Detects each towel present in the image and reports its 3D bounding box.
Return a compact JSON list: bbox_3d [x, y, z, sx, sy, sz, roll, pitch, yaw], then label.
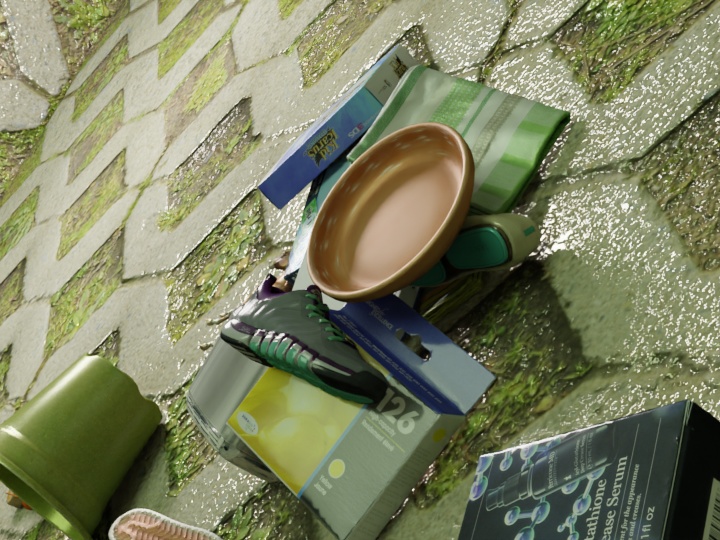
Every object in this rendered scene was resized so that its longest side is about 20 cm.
[{"bbox_3d":[0.096,-0.133,1.449,0.200,0.031,0.149,22,72,36],"label":"towel"},{"bbox_3d":[0.093,-0.031,1.457,0.086,0.018,0.200,-37,29,32],"label":"towel"}]

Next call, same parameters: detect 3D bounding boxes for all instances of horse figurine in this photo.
[{"bbox_3d":[-0.127,0.059,1.683,0.132,0.050,0.200,-26,24,17],"label":"horse figurine"}]

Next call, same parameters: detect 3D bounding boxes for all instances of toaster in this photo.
[{"bbox_3d":[-0.098,0.132,1.477,0.129,0.113,0.200,-56,32,4],"label":"toaster"}]

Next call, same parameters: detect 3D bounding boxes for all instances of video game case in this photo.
[{"bbox_3d":[-0.026,-0.182,1.772,0.200,0.045,0.181,-41,10,28],"label":"video game case"}]

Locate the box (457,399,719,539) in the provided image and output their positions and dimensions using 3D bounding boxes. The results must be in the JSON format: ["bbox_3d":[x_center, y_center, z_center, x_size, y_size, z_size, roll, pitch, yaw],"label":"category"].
[{"bbox_3d":[0.162,0.191,0.931,0.200,0.107,0.149,-25,37,48],"label":"box"}]

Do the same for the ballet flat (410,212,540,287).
[{"bbox_3d":[0.091,-0.025,1.368,0.200,0.069,0.070,-4,54,47],"label":"ballet flat"}]

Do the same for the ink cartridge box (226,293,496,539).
[{"bbox_3d":[-0.005,0.122,1.312,0.198,0.047,0.200,38,94,42],"label":"ink cartridge box"}]

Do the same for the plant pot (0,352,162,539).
[{"bbox_3d":[-0.353,0.211,1.771,0.184,0.200,0.200,-50,21,-21],"label":"plant pot"}]

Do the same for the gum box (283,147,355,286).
[{"bbox_3d":[0.003,-0.083,1.653,0.200,0.045,0.170,-32,32,42],"label":"gum box"}]

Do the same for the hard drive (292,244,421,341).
[{"bbox_3d":[0.000,0.000,1.510,0.200,0.025,0.132,9,78,56],"label":"hard drive"}]

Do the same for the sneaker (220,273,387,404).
[{"bbox_3d":[-0.044,0.055,1.301,0.200,0.074,0.088,19,74,40],"label":"sneaker"}]

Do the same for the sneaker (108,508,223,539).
[{"bbox_3d":[-0.177,0.309,1.452,0.071,0.080,0.200,-41,36,-26],"label":"sneaker"}]

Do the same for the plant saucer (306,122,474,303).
[{"bbox_3d":[0.033,-0.051,1.358,0.200,0.037,0.201,-30,39,28],"label":"plant saucer"}]

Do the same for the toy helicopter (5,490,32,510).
[{"bbox_3d":[-0.455,0.291,1.990,0.200,0.079,0.133,-44,33,46],"label":"toy helicopter"}]
